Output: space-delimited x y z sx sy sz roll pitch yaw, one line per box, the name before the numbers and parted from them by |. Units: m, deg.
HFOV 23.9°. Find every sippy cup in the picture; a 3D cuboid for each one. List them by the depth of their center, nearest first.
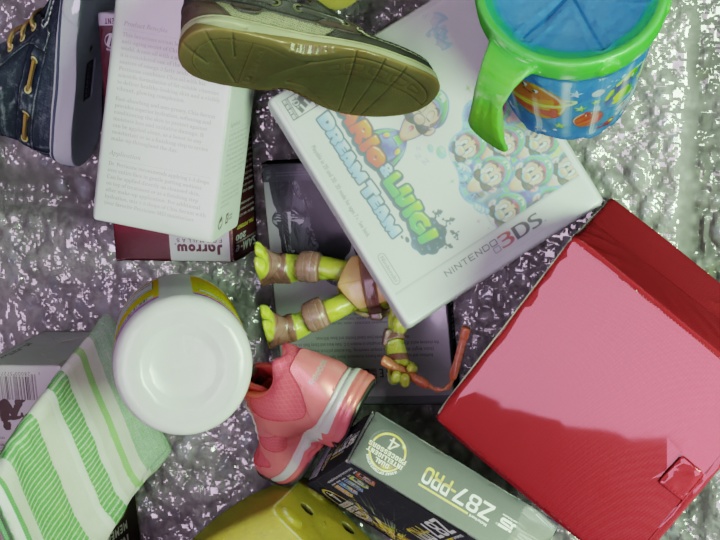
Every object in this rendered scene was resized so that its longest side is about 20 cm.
sippy cup | 0.150 -0.166 1.222 0.176 0.131 0.141 -15 62 -2

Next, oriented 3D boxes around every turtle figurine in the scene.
turtle figurine | 0.000 0.000 1.327 0.159 0.064 0.202 -7 87 4

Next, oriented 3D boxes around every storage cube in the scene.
storage cube | 0.188 0.081 1.255 0.179 0.171 0.201 39 111 6

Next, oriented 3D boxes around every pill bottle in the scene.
pill bottle | -0.141 0.059 1.331 0.103 0.200 0.106 -1 97 -7

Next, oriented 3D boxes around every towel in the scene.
towel | -0.224 0.157 1.367 0.023 0.201 0.154 1 127 27

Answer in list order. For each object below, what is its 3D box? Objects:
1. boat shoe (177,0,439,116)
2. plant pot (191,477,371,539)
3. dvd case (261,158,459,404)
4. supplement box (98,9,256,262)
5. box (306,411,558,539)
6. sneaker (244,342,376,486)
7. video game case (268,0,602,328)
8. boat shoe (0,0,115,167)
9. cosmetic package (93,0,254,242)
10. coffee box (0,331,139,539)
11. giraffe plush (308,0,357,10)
boat shoe | -0.036 -0.163 1.229 0.199 0.067 0.072 8 146 -22
plant pot | -0.078 0.285 1.381 0.194 0.195 0.200 43 102 4
dvd case | 0.000 0.009 1.376 0.149 0.025 0.202 -1 102 17
supplement box | -0.146 -0.111 1.376 0.108 0.061 0.202 1 103 16
box | 0.049 0.178 1.301 0.160 0.200 0.049 30 74 -4
sneaker | -0.056 0.104 1.339 0.086 0.074 0.200 34 150 -5
video game case | 0.057 -0.089 1.286 0.181 0.024 0.201 -32 87 -9
boat shoe | -0.255 -0.185 1.377 0.090 0.071 0.202 19 118 13
cosmetic package | -0.137 -0.133 1.298 0.100 0.071 0.202 12 105 11
coffee box | -0.251 0.162 1.442 0.079 0.113 0.202 -1 103 17
giraffe plush | 0.039 -0.287 1.233 0.160 0.173 0.202 4 121 4
